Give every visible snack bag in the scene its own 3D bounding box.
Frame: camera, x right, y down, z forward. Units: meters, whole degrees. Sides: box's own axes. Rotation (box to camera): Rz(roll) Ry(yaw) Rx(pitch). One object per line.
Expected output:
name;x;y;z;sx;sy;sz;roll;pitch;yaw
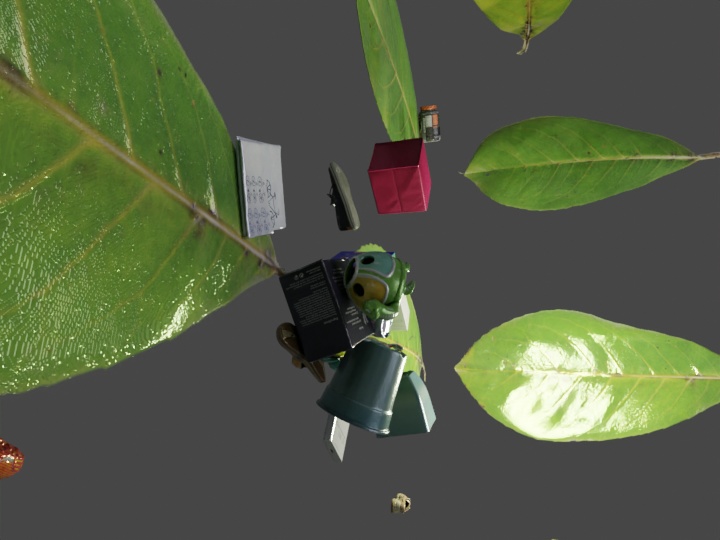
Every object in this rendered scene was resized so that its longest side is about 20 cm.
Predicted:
snack bag;-0.193;-0.165;1.090;0.200;0.021;0.191;-26;113;-73

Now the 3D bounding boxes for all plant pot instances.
plant pot;0.017;0.278;1.361;0.198;0.198;0.200;-67;161;-5
plant pot;0.152;0.481;1.987;0.196;0.194;0.203;-2;80;-74

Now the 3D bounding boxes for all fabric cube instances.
fabric cube;0.151;-0.355;2.040;0.197;0.198;0.201;-75;156;-44

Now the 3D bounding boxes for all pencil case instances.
pencil case;-0.016;0.112;1.374;0.091;0.198;0.084;-39;136;-64

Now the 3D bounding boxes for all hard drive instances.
hard drive;-0.058;0.409;1.506;0.133;0.026;0.201;72;22;-44

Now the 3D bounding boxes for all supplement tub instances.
supplement tub;0.402;-0.857;3.154;0.123;0.121;0.203;-48;134;-68

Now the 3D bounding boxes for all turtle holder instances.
turtle holder;0.030;0.042;1.197;0.141;0.131;0.187;-39;-146;54

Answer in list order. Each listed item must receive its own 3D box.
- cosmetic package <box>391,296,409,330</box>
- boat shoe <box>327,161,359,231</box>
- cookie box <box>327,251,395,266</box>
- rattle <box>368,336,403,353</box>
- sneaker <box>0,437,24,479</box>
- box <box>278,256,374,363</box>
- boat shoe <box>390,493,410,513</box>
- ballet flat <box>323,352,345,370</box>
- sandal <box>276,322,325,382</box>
cosmetic package;0.140;0.141;2.152;0.201;0.084;0.108;72;22;-44
boat shoe;-0.060;-0.205;1.514;0.075;0.062;0.202;-14;87;-69
cookie box;0.000;0.000;1.500;0.200;0.169;0.076;-41;130;-70
rattle;0.029;0.175;1.525;0.130;0.197;0.145;16;73;-74
sneaker;-0.356;0.152;0.411;0.078;0.072;0.200;-66;156;-8
box;-0.071;0.084;1.236;0.202;0.116;0.196;70;16;4
boat shoe;0.174;0.964;2.216;0.200;0.064;0.072;39;51;-70
ballet flat;-0.069;0.218;1.429;0.200;0.066;0.068;48;29;-66
sandal;-0.137;0.185;1.206;0.200;0.054;0.081;51;25;-42
